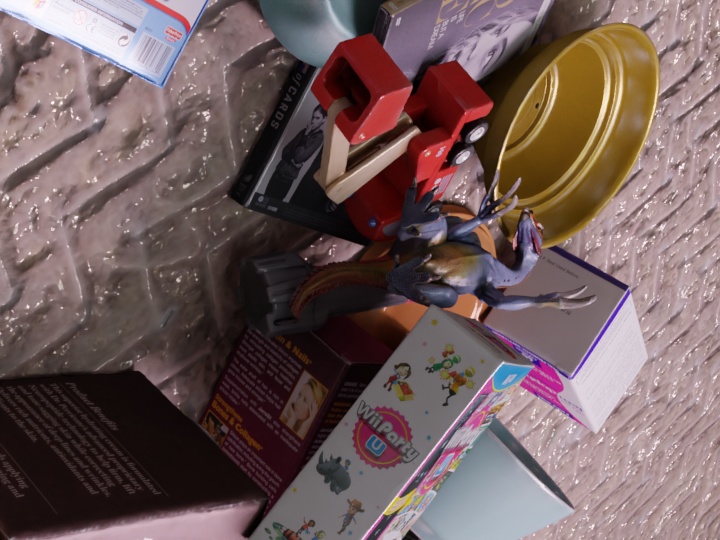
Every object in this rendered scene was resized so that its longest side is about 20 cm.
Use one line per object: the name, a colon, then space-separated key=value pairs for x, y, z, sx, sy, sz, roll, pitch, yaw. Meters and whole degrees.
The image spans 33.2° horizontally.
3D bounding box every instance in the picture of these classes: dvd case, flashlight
dvd case: x=0.003 y=-0.121 z=0.895 sx=0.150 sy=0.025 sz=0.201 roll=17 pitch=105 yaw=-52
flashlight: x=0.000 y=0.000 z=0.924 sx=0.199 sy=0.068 sz=0.068 roll=-8 pitch=105 yaw=-34
dvd case: x=0.076 y=-0.172 z=0.854 sx=0.200 sy=0.016 sz=0.149 roll=-34 pitch=161 yaw=-28

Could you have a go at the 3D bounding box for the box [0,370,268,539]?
box: x=-0.203 y=0.180 z=0.789 sx=0.199 sy=0.166 sz=0.165 roll=2 pitch=116 yaw=-47

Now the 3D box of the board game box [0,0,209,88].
board game box: x=-0.123 y=-0.219 z=0.670 sx=0.151 sy=0.037 sz=0.201 roll=21 pitch=103 yaw=-52

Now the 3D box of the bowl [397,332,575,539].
bowl: x=0.071 y=0.158 z=0.997 sx=0.105 sy=0.201 sz=0.201 roll=-43 pitch=143 yaw=3

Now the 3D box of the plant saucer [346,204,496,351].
plant saucer: x=0.054 y=0.039 z=1.066 sx=0.200 sy=0.037 sz=0.201 roll=-29 pitch=137 yaw=-31

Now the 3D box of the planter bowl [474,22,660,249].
planter bowl: x=0.154 y=-0.125 z=1.007 sx=0.200 sy=0.083 sz=0.201 roll=-27 pitch=136 yaw=-30

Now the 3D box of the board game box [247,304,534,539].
board game box: x=0.027 y=0.124 z=0.836 sx=0.200 sy=0.064 sz=0.147 roll=-54 pitch=164 yaw=5

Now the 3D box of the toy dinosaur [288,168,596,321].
toy dinosaur: x=0.070 y=-0.015 z=0.903 sx=0.181 sy=0.199 sz=0.106 roll=23 pitch=61 yaw=-68

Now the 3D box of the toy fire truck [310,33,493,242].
toy fire truck: x=0.017 y=-0.083 z=0.828 sx=0.141 sy=0.049 sz=0.200 roll=-23 pitch=155 yaw=-34

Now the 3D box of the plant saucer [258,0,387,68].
plant saucer: x=0.020 y=-0.220 z=0.788 sx=0.200 sy=0.036 sz=0.201 roll=-27 pitch=135 yaw=-31

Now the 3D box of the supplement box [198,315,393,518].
supplement box: x=-0.060 y=0.131 z=0.954 sx=0.085 sy=0.110 sz=0.201 roll=11 pitch=110 yaw=-51

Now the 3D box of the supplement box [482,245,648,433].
supplement box: x=0.203 y=0.068 z=1.167 sx=0.104 sy=0.101 sz=0.200 roll=-55 pitch=152 yaw=-7

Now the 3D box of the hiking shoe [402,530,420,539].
hiking shoe: x=0.026 y=0.254 z=1.053 sx=0.076 sy=0.100 sz=0.200 roll=-61 pitch=164 yaw=23
